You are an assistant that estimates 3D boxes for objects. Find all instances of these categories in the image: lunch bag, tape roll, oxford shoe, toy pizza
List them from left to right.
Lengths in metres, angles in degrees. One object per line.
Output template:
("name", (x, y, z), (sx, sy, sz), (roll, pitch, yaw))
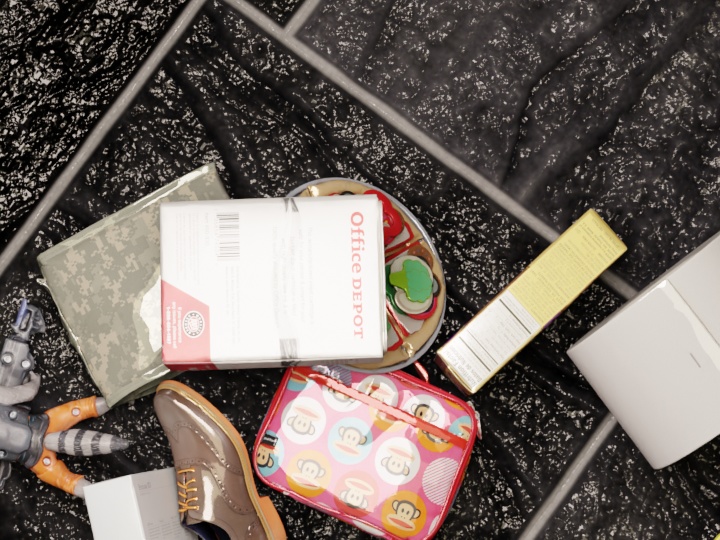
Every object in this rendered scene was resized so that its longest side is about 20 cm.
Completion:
("lunch bag", (-0.193, 0.019, 1.636), (0.199, 0.118, 0.165), (-26, 85, -8))
("oxford shoe", (-0.143, 0.197, 1.599), (0.073, 0.071, 0.201), (-36, 99, -39))
("toy pizza", (0.000, 0.000, 1.630), (0.199, 0.032, 0.202), (13, 62, -25))
("lunch bag", (0.010, 0.156, 1.644), (0.199, 0.082, 0.177), (23, 80, 4))
("tape roll", (0.310, 0.070, 1.587), (0.202, 0.203, 0.140), (-37, 86, -3))

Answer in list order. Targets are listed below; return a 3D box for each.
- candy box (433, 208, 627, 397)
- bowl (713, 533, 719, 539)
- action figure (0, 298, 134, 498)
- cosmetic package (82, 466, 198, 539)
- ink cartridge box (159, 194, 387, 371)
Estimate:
("candy box", (0.159, 0.034, 1.634), (0.200, 0.117, 0.057), (-42, 85, -3))
("bowl", (0.399, 0.317, 1.607), (0.198, 0.108, 0.202), (0, 85, 1))
("action figure", (-0.314, 0.130, 1.637), (0.192, 0.105, 0.202), (9, 88, -9))
("cosmetic package", (-0.190, 0.261, 1.570), (0.051, 0.200, 0.152), (-12, 84, 6))
("ink cartridge box", (-0.077, 0.013, 1.538), (0.198, 0.083, 0.148), (-1, 81, 0))
